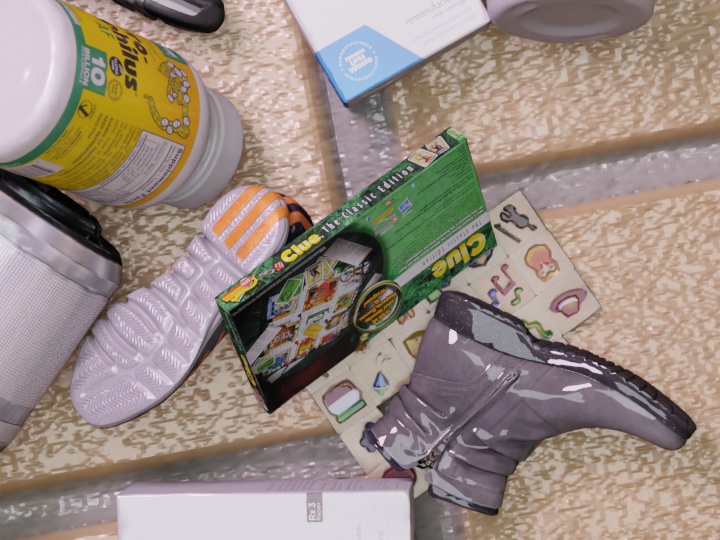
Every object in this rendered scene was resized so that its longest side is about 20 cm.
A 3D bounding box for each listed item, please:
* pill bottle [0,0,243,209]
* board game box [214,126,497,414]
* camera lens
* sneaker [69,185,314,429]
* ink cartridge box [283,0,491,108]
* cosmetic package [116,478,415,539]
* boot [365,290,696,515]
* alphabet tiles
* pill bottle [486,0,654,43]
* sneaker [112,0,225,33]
[{"bbox_3d":[-0.169,-0.103,1.664,0.113,0.200,0.113,-11,71,34],"label":"pill bottle"},{"bbox_3d":[0.000,0.000,1.689,0.200,0.023,0.105,-36,134,-18],"label":"board game box"},{"bbox_3d":[-0.266,0.026,1.692,0.160,0.160,0.200,35,92,0],"label":"camera lens"},{"bbox_3d":[-0.098,0.037,1.711,0.200,0.112,0.078,-44,64,7],"label":"sneaker"},{"bbox_3d":[-0.010,-0.224,1.729,0.116,0.067,0.200,-30,90,1],"label":"ink cartridge box"},{"bbox_3d":[-0.062,0.198,1.730,0.200,0.081,0.113,-3,91,2],"label":"cosmetic package"},{"bbox_3d":[0.115,0.110,1.735,0.200,0.070,0.132,26,95,11],"label":"boot"},{"bbox_3d":[0.057,0.042,1.764,0.200,0.008,0.167,-35,90,1],"label":"alphabet tiles"},{"bbox_3d":[0.138,-0.261,1.696,0.111,0.111,0.200,0,78,1],"label":"pill bottle"},{"bbox_3d":[-0.166,-0.246,1.729,0.200,0.075,0.116,26,89,1],"label":"sneaker"}]
